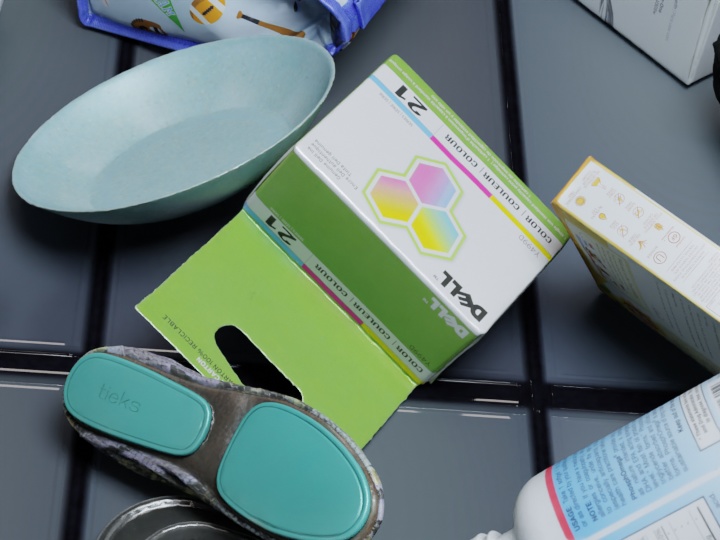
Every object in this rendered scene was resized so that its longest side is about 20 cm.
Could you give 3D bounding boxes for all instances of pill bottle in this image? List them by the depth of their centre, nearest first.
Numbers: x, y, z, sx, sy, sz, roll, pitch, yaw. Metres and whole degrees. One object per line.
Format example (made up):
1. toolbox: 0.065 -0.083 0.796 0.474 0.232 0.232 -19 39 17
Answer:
1. pill bottle: 0.145 0.125 1.007 0.200 0.109 0.109 -30 47 11

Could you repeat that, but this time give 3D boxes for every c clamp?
1. c clamp: -0.074 0.195 1.019 0.171 0.027 0.200 10 46 9

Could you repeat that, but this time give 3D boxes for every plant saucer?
1. plant saucer: -0.104 -0.074 1.235 0.201 0.039 0.201 -16 29 9

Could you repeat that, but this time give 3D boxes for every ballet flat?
1. ballet flat: -0.061 0.093 1.080 0.200 0.072 0.072 23 46 29

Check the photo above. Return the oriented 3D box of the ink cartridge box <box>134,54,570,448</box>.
1. ink cartridge box: 0.000 0.000 1.148 0.148 0.076 0.200 45 50 -1

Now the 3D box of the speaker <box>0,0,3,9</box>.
1. speaker: -0.268 -0.120 1.262 0.081 0.081 0.200 7 45 -1

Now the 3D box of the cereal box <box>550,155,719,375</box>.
1. cereal box: 0.201 0.029 1.141 0.200 0.144 0.040 38 84 26

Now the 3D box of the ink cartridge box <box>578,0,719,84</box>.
1. ink cartridge box: 0.211 -0.232 1.439 0.146 0.084 0.200 -26 54 -30

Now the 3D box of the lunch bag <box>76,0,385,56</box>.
1. lunch bag: -0.061 -0.214 1.356 0.200 0.124 0.170 15 46 20

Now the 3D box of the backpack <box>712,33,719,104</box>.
1. backpack: 0.313 -0.073 1.268 0.167 0.127 0.200 -14 49 -5
